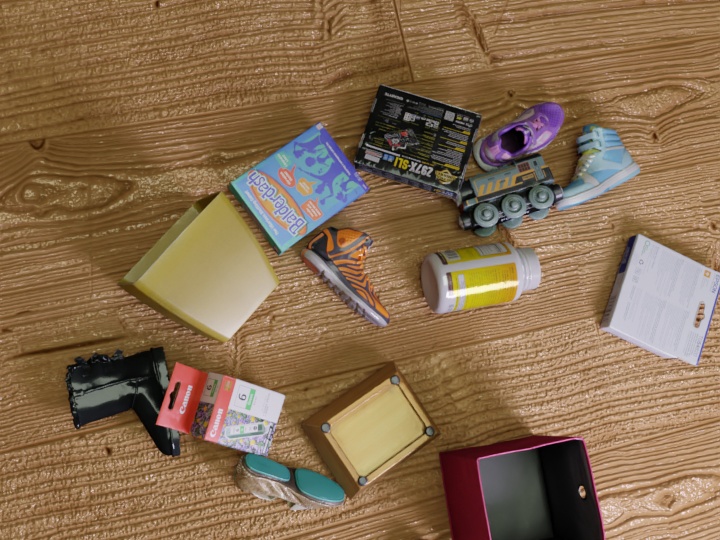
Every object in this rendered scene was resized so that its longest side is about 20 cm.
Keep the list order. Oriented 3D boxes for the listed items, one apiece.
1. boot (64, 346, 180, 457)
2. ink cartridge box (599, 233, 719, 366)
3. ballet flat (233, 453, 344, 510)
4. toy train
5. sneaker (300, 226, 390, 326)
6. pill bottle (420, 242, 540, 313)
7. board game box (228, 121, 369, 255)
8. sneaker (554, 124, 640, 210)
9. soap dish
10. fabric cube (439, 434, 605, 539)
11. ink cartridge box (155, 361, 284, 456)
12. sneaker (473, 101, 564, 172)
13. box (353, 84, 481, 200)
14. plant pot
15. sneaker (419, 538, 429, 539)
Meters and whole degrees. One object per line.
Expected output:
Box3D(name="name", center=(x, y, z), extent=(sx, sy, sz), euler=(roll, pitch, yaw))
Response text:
Box3D(name="boot", center=(-0.386, 0.221, 1.510), extent=(0.162, 0.073, 0.199), euler=(-11, 77, -17))
Box3D(name="ink cartridge box", center=(0.579, 0.059, 1.780), extent=(0.200, 0.041, 0.200), euler=(24, 77, -9))
Box3D(name="ballet flat", center=(-0.123, 0.364, 1.558), extent=(0.200, 0.071, 0.065), euler=(26, 116, -18))
Box3D(name="toy train", center=(0.268, -0.139, 1.710), extent=(0.200, 0.085, 0.114), euler=(-18, 73, -1))
Box3D(name="sneaker", center=(0.000, 0.000, 1.633), extent=(0.200, 0.078, 0.112), euler=(45, 76, -3))
Box3D(name="pill bottle", center=(0.217, 0.010, 1.667), extent=(0.200, 0.109, 0.109), euler=(-9, 84, -14))
Box3D(name="board game box", center=(-0.108, -0.146, 1.646), extent=(0.200, 0.045, 0.152), euler=(-38, 91, -15))
Box3D(name="sneaker", center=(0.426, -0.201, 1.766), extent=(0.200, 0.080, 0.131), euler=(-27, 90, -25))
Box3D(name="soap dish", center=(0.023, 0.273, 1.595), extent=(0.200, 0.081, 0.157), euler=(-33, 90, -15))
Box3D(name="fabric cube", center=(0.268, 0.392, 1.575), extent=(0.200, 0.199, 0.197), euler=(-8, 83, -14))
Box3D(name="ink cartridge box", center=(-0.224, 0.228, 1.513), extent=(0.200, 0.050, 0.109), euler=(26, 74, -40))
Box3D(name="sneaker", center=(0.310, -0.257, 1.741), extent=(0.200, 0.088, 0.081), euler=(-33, 89, -17))
Box3D(name="box", center=(0.104, -0.234, 1.688), extent=(0.200, 0.049, 0.160), euler=(17, 79, 3))
Box3D(name="plant pot", center=(-0.253, 0.009, 1.522), extent=(0.176, 0.200, 0.200), euler=(45, 74, -16))
Box3D(name="sneaker", center=(0.129, 0.562, 1.591), extent=(0.088, 0.076, 0.200), euler=(-32, 86, 0))
